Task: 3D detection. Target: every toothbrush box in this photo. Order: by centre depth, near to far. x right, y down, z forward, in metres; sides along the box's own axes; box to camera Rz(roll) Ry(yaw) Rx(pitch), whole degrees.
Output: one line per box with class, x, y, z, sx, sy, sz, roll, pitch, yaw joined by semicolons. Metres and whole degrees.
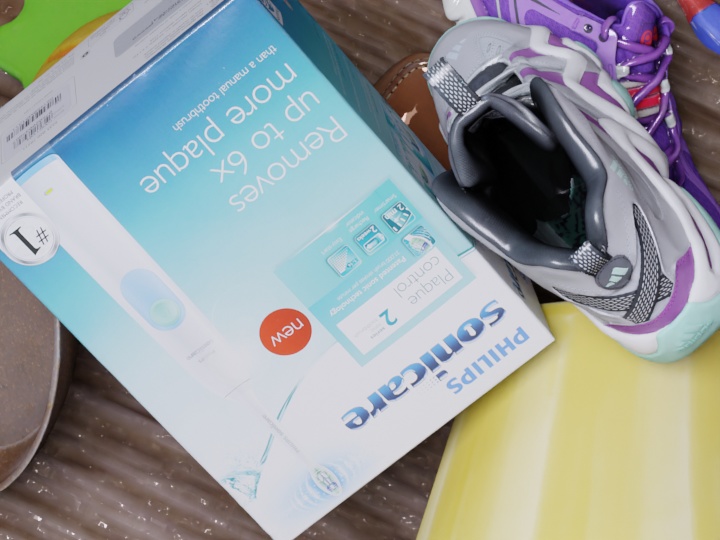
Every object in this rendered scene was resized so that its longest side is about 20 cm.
toothbrush box;-0.042;-0.012;1.156;0.146;0.085;0.200;-37;115;10

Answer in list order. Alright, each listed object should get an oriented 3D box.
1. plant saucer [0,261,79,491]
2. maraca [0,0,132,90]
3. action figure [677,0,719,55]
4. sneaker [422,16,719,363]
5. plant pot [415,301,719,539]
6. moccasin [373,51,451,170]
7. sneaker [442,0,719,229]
plant saucer;-0.185;0.003;1.270;0.200;0.034;0.201;14;110;43
maraca;-0.097;-0.068;1.276;0.137;0.107;0.200;-25;62;7
action figure;0.194;-0.077;1.239;0.065;0.099;0.200;-37;85;6
sneaker;0.060;-0.058;1.139;0.078;0.140;0.200;-49;48;10
plant pot;0.104;0.121;1.199;0.200;0.201;0.189;3;72;8
moccasin;-0.001;-0.001;1.264;0.074;0.078;0.202;30;91;-6
sneaker;0.109;-0.072;1.242;0.083;0.081;0.200;-37;81;43
